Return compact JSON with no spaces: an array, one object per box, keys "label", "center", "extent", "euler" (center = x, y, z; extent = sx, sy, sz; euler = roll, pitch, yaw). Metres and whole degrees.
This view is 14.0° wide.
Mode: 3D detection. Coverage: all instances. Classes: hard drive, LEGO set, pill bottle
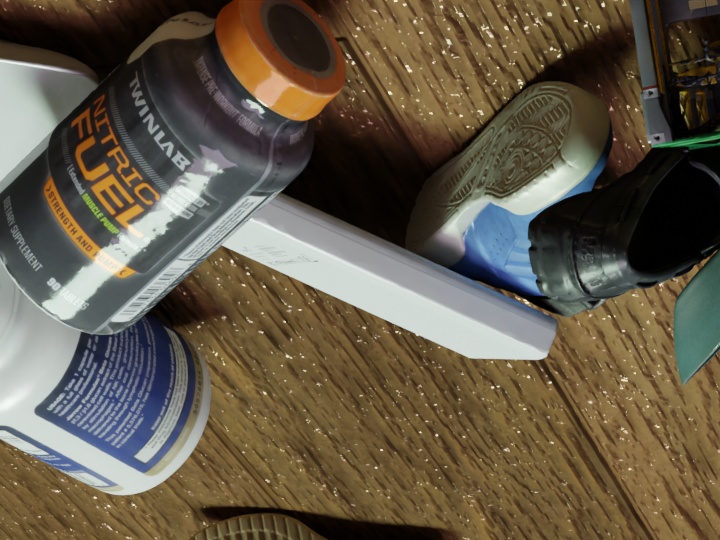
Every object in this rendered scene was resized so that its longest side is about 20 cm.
[{"label":"hard drive","center":[0.000,0.000,1.652],"extent":[0.199,0.026,0.132],"euler":[24,172,-16]},{"label":"LEGO set","center":[0.216,-0.128,1.403],"extent":[0.199,0.117,0.154],"euler":[-9,179,32]},{"label":"pill bottle","center":[-0.096,-0.062,1.520],"extent":[0.106,0.107,0.200],"euler":[25,128,-34]},{"label":"pill bottle","center":[-0.189,0.052,1.764],"extent":[0.111,0.112,0.200],"euler":[-14,150,32]}]

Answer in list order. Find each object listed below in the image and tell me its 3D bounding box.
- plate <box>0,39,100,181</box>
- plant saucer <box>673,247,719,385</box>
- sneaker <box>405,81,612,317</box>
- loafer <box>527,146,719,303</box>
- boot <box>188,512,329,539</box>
[{"label":"plate","center":[-0.253,-0.087,1.604],"extent":[0.199,0.032,0.200],"euler":[11,151,-11]},{"label":"plant saucer","center":[0.225,-0.024,1.520],"extent":[0.036,0.200,0.200],"euler":[44,150,6]},{"label":"sneaker","center":[0.113,-0.034,1.588],"extent":[0.111,0.077,0.200],"euler":[22,153,-17]},{"label":"loafer","center":[0.166,-0.031,1.499],"extent":[0.070,0.068,0.200],"euler":[0,-161,42]},{"label":"boot","center":[-0.036,0.245,2.150],"extent":[0.199,0.073,0.167],"euler":[4,150,-6]}]
